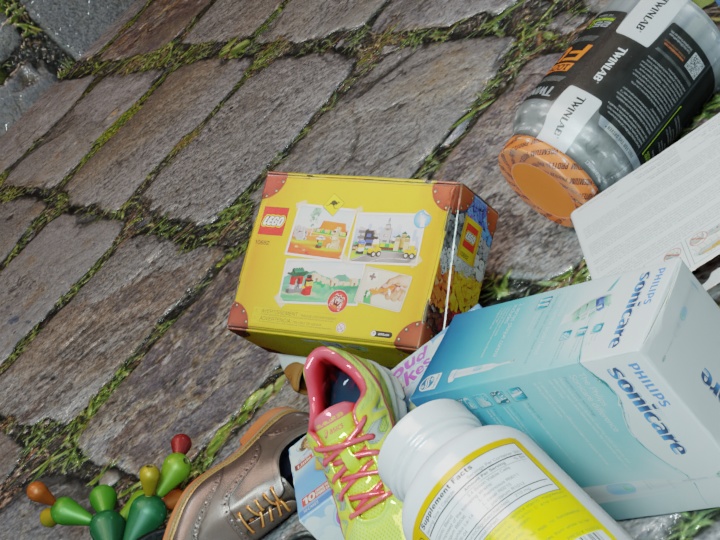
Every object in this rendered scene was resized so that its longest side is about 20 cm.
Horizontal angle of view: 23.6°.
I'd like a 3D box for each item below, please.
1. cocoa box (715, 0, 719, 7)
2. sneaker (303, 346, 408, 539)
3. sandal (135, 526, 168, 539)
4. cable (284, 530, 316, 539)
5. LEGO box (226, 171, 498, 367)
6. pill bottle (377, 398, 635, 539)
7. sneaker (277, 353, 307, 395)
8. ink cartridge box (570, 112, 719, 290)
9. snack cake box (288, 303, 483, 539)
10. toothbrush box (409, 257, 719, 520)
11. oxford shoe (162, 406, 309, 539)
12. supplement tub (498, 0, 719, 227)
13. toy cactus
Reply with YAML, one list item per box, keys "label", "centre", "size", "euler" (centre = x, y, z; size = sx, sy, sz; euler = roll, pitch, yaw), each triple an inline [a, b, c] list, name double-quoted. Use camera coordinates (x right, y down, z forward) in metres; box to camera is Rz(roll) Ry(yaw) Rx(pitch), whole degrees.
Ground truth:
- label: "cocoa box"
  centre: [0.389, -0.269, 1.414]
  size: [0.131, 0.133, 0.200]
  euler: [-49, 24, -16]
- label: "sneaker"
  centre: [-0.002, 0.137, 1.236]
  size: [0.078, 0.090, 0.200]
  euler: [-33, 47, 14]
- label: "sandal"
  centre: [-0.208, 0.292, 1.441]
  size: [0.200, 0.075, 0.048]
  euler: [-52, 29, -21]
- label: "cable"
  centre: [-0.052, 0.270, 1.308]
  size: [0.097, 0.050, 0.200]
  euler: [-24, 36, -2]
- label: "LEGO box"
  centre: [0.000, 0.000, 1.481]
  size: [0.200, 0.077, 0.149]
  euler: [6, 73, 32]
- label: "pill bottle"
  centre: [0.095, 0.165, 1.058]
  size: [0.104, 0.104, 0.200]
  euler: [-43, 49, -3]
- label: "sneaker"
  centre: [0.021, 0.056, 1.539]
  size: [0.200, 0.073, 0.085]
  euler: [-24, 63, 19]
- label: "ink cartridge box"
  centre: [0.251, -0.025, 1.324]
  size: [0.163, 0.057, 0.200]
  euler: [-34, 32, 17]
- label: "snack cake box"
  centre: [0.043, 0.129, 1.344]
  size: [0.200, 0.067, 0.115]
  euler: [-38, 24, 9]
- label: "toothbrush box"
  centre: [0.158, 0.087, 1.133]
  size: [0.200, 0.146, 0.085]
  euler: [-17, 33, 47]
- label: "oxford shoe"
  centre: [-0.094, 0.193, 1.449]
  size: [0.073, 0.071, 0.200]
  euler: [0, 46, 51]
- label: "supplement tub"
  centre: [0.215, -0.140, 1.479]
  size: [0.200, 0.123, 0.123]
  euler: [-50, 24, -18]
- label: "toy cactus"
  centre: [-0.230, 0.241, 1.569]
  size: [0.200, 0.102, 0.165]
  euler: [-30, 34, 6]
